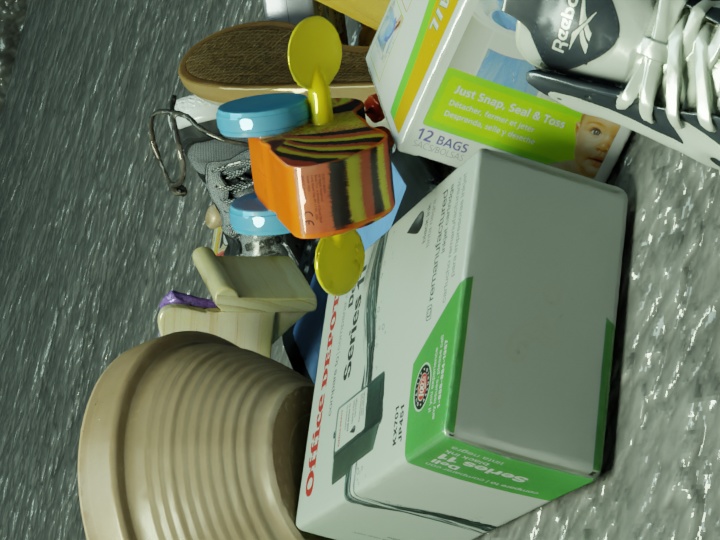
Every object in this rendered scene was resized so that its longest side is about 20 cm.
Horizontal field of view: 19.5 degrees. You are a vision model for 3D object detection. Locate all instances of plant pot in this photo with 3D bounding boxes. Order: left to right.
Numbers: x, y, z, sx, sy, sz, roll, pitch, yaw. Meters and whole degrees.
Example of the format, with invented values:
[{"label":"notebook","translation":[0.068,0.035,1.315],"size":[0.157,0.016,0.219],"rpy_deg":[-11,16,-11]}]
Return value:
[{"label":"plant pot","translation":[-0.054,0.122,1.141],"size":[0.092,0.201,0.202],"rpy_deg":[-20,51,31]}]

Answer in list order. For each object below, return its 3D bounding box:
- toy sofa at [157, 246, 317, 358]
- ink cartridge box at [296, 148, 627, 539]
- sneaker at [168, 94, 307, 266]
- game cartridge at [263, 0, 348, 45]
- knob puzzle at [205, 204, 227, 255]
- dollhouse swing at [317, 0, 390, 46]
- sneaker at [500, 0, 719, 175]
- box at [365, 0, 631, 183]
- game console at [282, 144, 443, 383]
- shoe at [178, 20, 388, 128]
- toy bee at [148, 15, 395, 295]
[{"label":"toy sofa","translation":[-0.088,0.092,1.306],"size":[0.083,0.097,0.202],"rpy_deg":[-124,37,-67]},{"label":"ink cartridge box","translation":[0.045,0.049,1.033],"size":[0.200,0.082,0.148],"rpy_deg":[138,144,-61]},{"label":"sneaker","translation":[-0.070,-0.047,1.389],"size":[0.200,0.075,0.115],"rpy_deg":[49,-151,-72]},{"label":"game cartridge","translation":[-0.039,-0.191,1.375],"size":[0.133,0.041,0.202],"rpy_deg":[-71,-26,-80]},{"label":"knob puzzle","translation":[-0.079,-0.101,1.612],"size":[0.219,0.030,0.222],"rpy_deg":[-164,90,-72]},{"label":"dollhouse swing","translation":[-0.013,-0.227,1.328],"size":[0.176,0.181,0.202],"rpy_deg":[-36,41,46]},{"label":"sneaker","translation":[0.123,-0.084,0.835],"size":[0.199,0.129,0.080],"rpy_deg":[-118,45,-64]},{"label":"box","translation":[0.094,-0.149,1.003],"size":[0.102,0.112,0.201],"rpy_deg":[-107,38,-58]},{"label":"game console","translation":[0.000,0.000,1.274],"size":[0.200,0.031,0.178],"rpy_deg":[-118,41,-64]},{"label":"shoe","translation":[-0.024,-0.107,1.259],"size":[0.199,0.054,0.070],"rpy_deg":[9,47,34]},{"label":"toy bee","translation":[-0.022,-0.068,1.056],"size":[0.200,0.108,0.132],"rpy_deg":[51,147,46]}]
